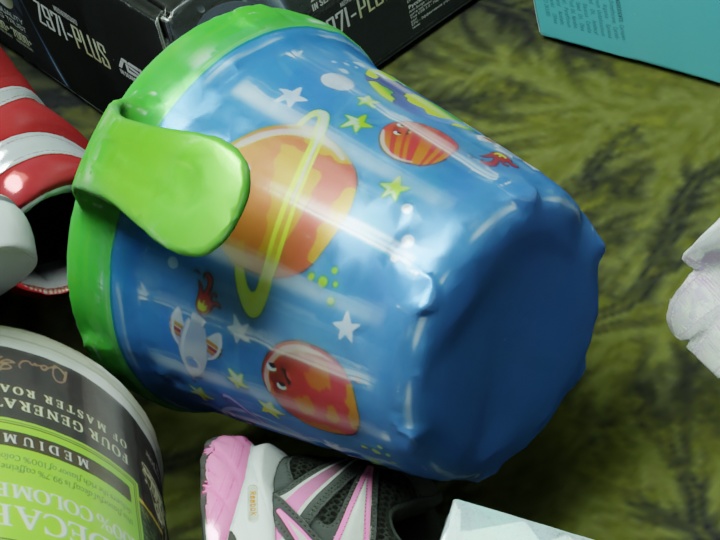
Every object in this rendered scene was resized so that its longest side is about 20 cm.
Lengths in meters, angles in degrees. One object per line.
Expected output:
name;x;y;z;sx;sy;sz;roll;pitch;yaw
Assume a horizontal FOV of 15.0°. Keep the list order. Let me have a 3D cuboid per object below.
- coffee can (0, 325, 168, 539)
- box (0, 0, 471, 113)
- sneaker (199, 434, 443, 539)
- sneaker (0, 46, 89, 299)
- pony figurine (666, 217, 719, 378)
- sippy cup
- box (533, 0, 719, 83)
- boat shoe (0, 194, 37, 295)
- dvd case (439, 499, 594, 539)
coffee can;-0.119;0.133;0.770;0.146;0.147;0.200;-14;42;1
box;-0.043;-0.149;1.091;0.200;0.086;0.164;-36;47;-22
sneaker;-0.003;0.125;0.803;0.086;0.080;0.200;-2;49;-3
sneaker;-0.119;-0.018;0.929;0.071;0.200;0.113;-37;73;-7
pony figurine;0.200;0.006;0.806;0.200;0.193;0.167;-14;56;-34
sippy cup;0.000;0.000;0.854;0.130;0.140;0.178;25;36;36
box;0.167;-0.107;1.016;0.200;0.049;0.082;19;52;31
boat shoe;-0.194;-0.001;0.806;0.199;0.069;0.057;-15;74;10
dvd case;0.063;0.170;0.717;0.146;0.022;0.200;16;64;9
